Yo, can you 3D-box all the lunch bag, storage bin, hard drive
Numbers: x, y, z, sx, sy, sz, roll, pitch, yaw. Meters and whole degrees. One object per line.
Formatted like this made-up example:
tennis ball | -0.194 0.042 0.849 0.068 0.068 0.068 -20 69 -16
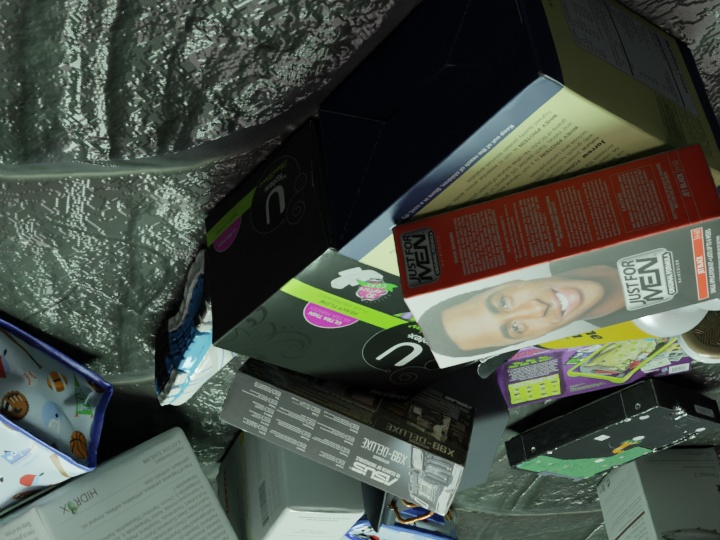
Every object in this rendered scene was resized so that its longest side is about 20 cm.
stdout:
lunch bag | -0.354 0.126 1.036 0.170 0.124 0.200 -27 130 25
storage bin | 0.069 0.170 1.180 0.134 0.146 0.200 -12 147 -12
hard drive | 0.277 0.179 1.291 0.140 0.038 0.200 18 142 -41
lunch bag | 0.018 0.329 1.441 0.200 0.076 0.160 22 133 -38

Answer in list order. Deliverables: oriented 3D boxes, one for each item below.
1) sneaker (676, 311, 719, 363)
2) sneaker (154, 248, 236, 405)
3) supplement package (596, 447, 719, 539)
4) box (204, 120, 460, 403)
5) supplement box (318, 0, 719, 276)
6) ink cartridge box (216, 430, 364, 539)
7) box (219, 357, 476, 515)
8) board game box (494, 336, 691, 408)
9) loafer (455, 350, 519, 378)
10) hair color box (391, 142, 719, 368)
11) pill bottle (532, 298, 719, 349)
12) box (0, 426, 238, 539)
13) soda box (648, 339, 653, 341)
sneaker | 0.348 0.052 1.069 0.200 0.070 0.109 -24 158 -29
sneaker | -0.124 0.060 1.031 0.086 0.075 0.200 5 144 -28
supplement package | 0.375 0.325 1.395 0.117 0.200 0.117 2 144 -15
box | 0.000 0.000 0.923 0.200 0.125 0.148 20 136 -36
supplement box | 0.112 -0.086 0.812 0.199 0.135 0.200 20 137 -34
ink cartridge box | -0.077 0.224 1.208 0.083 0.145 0.200 7 143 -23
box | -0.003 0.122 0.998 0.200 0.158 0.050 22 103 4
board game box | 0.232 0.083 1.172 0.199 0.032 0.120 -12 149 4
loafer | 0.113 0.061 1.069 0.200 0.068 0.071 -14 106 13
hair color box | 0.131 -0.006 0.757 0.199 0.061 0.102 -15 145 11
pill bottle | 0.206 0.000 0.918 0.112 0.112 0.200 19 161 -33
box | -0.259 0.288 1.155 0.199 0.172 0.200 -29 177 40
soda box | 0.266 -0.020 1.000 0.068 0.064 0.200 6 142 -20
